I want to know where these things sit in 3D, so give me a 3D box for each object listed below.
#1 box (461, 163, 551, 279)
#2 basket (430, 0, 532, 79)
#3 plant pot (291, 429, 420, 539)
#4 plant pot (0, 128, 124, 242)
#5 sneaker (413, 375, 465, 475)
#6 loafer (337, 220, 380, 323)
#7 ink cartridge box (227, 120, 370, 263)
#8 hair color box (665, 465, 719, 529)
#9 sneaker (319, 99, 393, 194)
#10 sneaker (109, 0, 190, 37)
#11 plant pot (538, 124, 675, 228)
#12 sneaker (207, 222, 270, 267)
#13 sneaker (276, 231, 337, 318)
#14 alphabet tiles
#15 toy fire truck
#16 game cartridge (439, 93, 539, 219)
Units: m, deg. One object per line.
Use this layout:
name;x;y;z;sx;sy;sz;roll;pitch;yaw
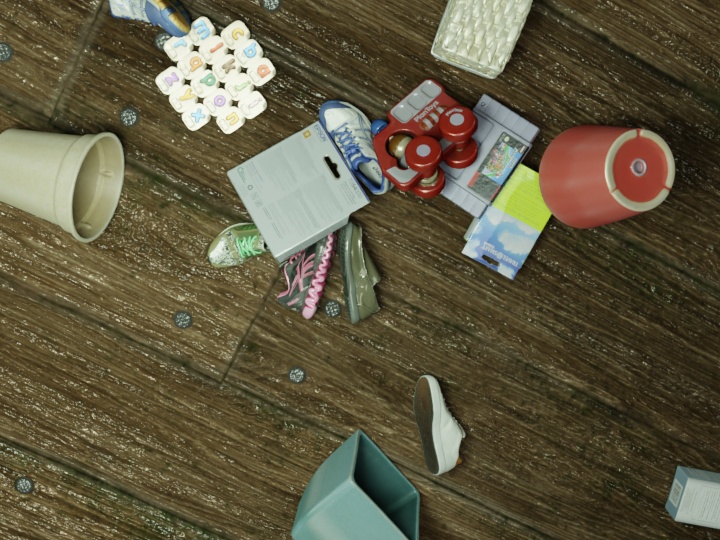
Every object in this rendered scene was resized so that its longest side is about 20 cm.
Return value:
box;0.287;-0.099;1.654;0.122;0.048;0.200;27;99;-8
basket;0.224;-0.453;1.536;0.136;0.123;0.200;20;102;-5
plant pot;-0.021;0.477;1.705;0.200;0.196;0.196;-39;101;16
plant pot;-0.550;-0.170;1.549;0.183;0.200;0.201;15;102;7
sneaker;0.161;0.301;1.740;0.085;0.073;0.200;-12;98;-31
loafer;0.000;0.000;1.661;0.070;0.075;0.200;-9;108;-12
ink cartridge box;-0.112;-0.145;1.585;0.200;0.043;0.196;-29;72;-3
hair color box;0.747;0.477;1.793;0.200;0.061;0.099;11;102;-4
sneaker;-0.004;-0.227;1.590;0.075;0.088;0.200;-38;100;23
sneaker;-0.392;-0.471;1.536;0.200;0.075;0.088;42;110;-3
plant pot;0.449;-0.174;1.554;0.200;0.177;0.201;-1;92;-17
sneaker;-0.197;-0.056;1.625;0.200;0.089;0.077;-22;103;3
sneaker;-0.105;-0.011;1.653;0.095;0.079;0.200;18;100;6
alphabet tiles;-0.265;-0.357;1.594;0.196;0.015;0.200;-34;101;6
toy fire truck;0.109;-0.240;1.562;0.200;0.112;0.168;-42;65;-11
game cartridge;0.227;-0.211;1.614;0.130;0.038;0.200;36;100;18
